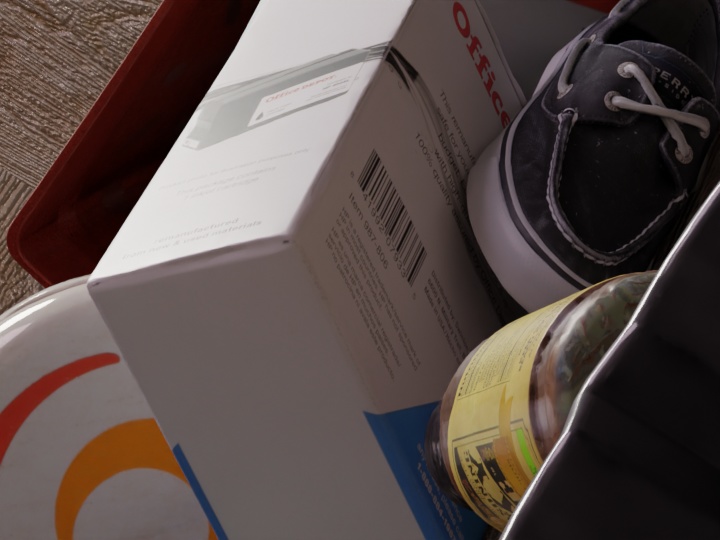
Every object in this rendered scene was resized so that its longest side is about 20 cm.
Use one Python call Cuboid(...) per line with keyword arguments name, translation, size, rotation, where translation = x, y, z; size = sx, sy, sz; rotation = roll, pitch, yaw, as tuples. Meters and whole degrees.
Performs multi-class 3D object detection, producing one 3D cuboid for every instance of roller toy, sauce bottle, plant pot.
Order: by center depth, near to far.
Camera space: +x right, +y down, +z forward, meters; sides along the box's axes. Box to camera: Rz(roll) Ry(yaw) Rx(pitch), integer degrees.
Cuboid(name="sauce bottle", translation=(0.057, 0.042, 0.756), size=(0.065, 0.065, 0.200), rotation=(-56, 3, -11))
Cuboid(name="roller toy", translation=(-0.085, 0.089, 1.101), size=(0.201, 0.182, 0.140), rotation=(-55, 5, 0))
Cuboid(name="plant pot", translation=(-0.007, -0.043, 1.311), size=(0.200, 0.200, 0.176), rotation=(-52, -5, 29))

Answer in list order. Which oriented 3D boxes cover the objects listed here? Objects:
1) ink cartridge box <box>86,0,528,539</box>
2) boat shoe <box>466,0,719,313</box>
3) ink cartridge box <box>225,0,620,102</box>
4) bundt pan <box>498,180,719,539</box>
Cuboid(name="ink cartridge box", translation=(0.000, 0.000, 0.985), size=(0.084, 0.145, 0.200), rotation=(-12, 28, 26))
Cuboid(name="boat shoe", translation=(0.095, -0.049, 0.999), size=(0.068, 0.072, 0.200), rotation=(-46, 6, 32))
Cuboid(name="ink cartridge box", translation=(0.047, -0.092, 1.090), size=(0.200, 0.161, 0.050), rotation=(-58, 28, 35))
Cuboid(name="bundt pan", translation=(0.098, 0.016, 0.429), size=(0.202, 0.076, 0.202), rotation=(-55, 5, 8))
